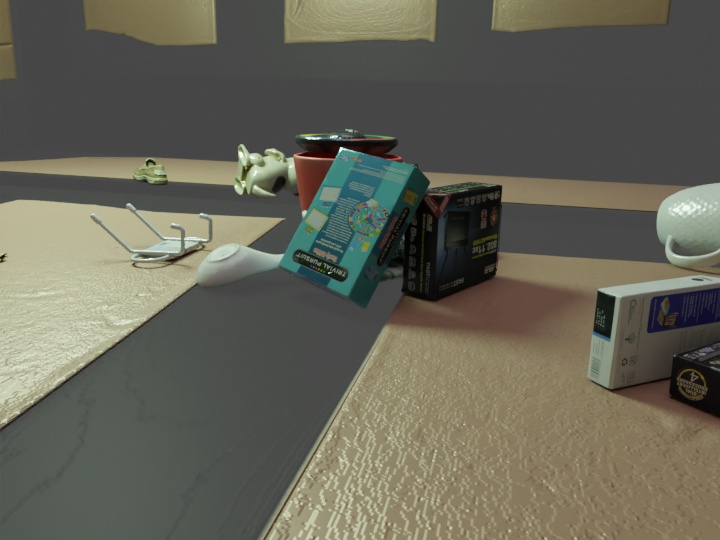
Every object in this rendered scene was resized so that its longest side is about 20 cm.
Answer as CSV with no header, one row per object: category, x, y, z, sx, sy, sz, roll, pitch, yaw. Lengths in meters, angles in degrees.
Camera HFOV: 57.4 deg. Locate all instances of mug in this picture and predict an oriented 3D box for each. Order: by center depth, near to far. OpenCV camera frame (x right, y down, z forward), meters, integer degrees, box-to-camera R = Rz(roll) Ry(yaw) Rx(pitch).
mug,0.643,-0.073,1.215,0.174,0.148,0.200,6,43,47

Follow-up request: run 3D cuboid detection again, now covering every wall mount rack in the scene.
wall mount rack,-0.366,-0.069,1.167,0.172,0.075,0.200,4,14,11

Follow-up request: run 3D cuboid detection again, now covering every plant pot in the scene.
plant pot,-0.025,-0.124,1.214,0.198,0.179,0.201,1,15,0

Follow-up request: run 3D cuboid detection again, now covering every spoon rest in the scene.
spoon rest,-0.157,-0.022,1.008,0.199,0.061,0.099,-26,27,-10

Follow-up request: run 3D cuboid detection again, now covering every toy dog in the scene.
toy dog,-0.235,-0.273,1.858,0.198,0.141,0.194,-7,30,-30

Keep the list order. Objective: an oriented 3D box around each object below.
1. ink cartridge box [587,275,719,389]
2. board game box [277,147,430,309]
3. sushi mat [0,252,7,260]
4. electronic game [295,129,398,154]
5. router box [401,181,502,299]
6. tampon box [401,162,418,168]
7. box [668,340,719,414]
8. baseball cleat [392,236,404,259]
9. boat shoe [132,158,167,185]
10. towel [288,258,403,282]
ink cartridge box,0.333,0.061,0.702,0.198,0.100,0.039,-4,14,-24
board game box,-0.011,-0.065,0.934,0.150,0.201,0.047,22,-8,40
sushi mat,-0.688,-0.019,1.058,0.198,0.012,0.096,3,14,4
electronic game,-0.026,-0.249,1.261,0.198,0.042,0.200,2,14,0
router box,0.144,-0.052,1.011,0.062,0.151,0.199,13,18,37
tampon box,0.015,-0.149,1.360,0.198,0.151,0.126,4,11,8
box,0.429,0.107,0.636,0.199,0.050,0.161,-8,16,-33
baseball cleat,0.046,-0.043,1.036,0.105,0.070,0.200,9,16,18
boat shoe,-0.669,-0.320,2.098,0.071,0.077,0.199,-12,19,-42
towel,0.000,0.000,1.055,0.199,0.031,0.149,-7,19,-38
